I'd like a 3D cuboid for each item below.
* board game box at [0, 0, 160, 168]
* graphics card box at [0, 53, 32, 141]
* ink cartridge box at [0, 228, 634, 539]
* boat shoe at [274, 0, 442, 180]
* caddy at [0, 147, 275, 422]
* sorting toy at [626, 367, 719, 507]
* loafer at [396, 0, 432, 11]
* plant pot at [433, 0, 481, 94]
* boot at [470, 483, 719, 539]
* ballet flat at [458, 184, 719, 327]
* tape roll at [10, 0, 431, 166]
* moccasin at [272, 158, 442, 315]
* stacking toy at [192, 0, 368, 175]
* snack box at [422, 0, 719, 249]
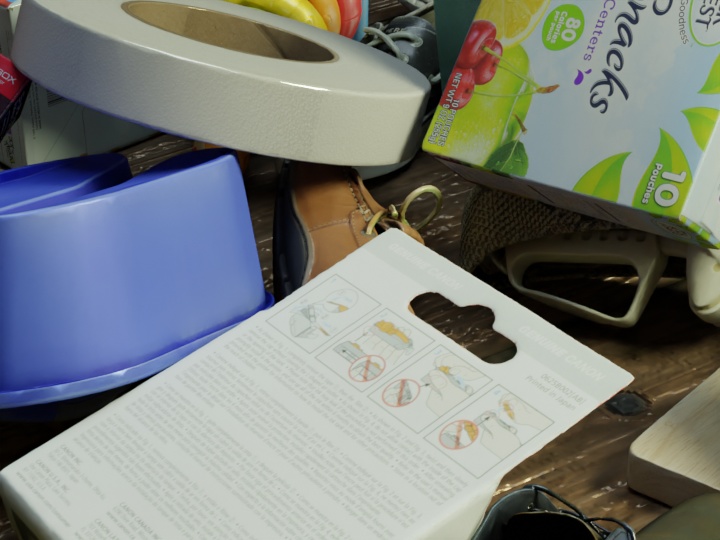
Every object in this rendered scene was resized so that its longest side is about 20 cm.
[{"bbox_3d":[-0.207,-0.144,1.152,0.103,0.105,0.200,-25,37,-35],"label":"board game box"},{"bbox_3d":[-0.252,-0.043,0.912,0.125,0.051,0.200,33,61,-4],"label":"graphics card box"},{"bbox_3d":[-0.016,0.078,0.771,0.200,0.057,0.162,-29,38,-23],"label":"ink cartridge box"},{"bbox_3d":[0.019,-0.110,1.117,0.071,0.064,0.200,17,36,30],"label":"boat shoe"},{"bbox_3d":[-0.126,0.012,0.874,0.141,0.105,0.200,1,13,33],"label":"caddy"},{"bbox_3d":[0.245,0.048,0.822,0.199,0.070,0.200,20,37,34],"label":"sorting toy"},{"bbox_3d":[0.102,-0.161,1.220,0.200,0.063,0.072,13,66,30],"label":"loafer"},{"bbox_3d":[0.147,-0.110,1.041,0.200,0.142,0.141,12,32,32],"label":"plant pot"},{"bbox_3d":[0.092,0.110,0.697,0.075,0.097,0.200,17,36,30],"label":"boot"},{"bbox_3d":[0.137,-0.008,0.930,0.200,0.068,0.075,-1,60,27],"label":"ballet flat"},{"bbox_3d":[-0.067,-0.098,0.962,0.202,0.037,0.203,14,15,-4],"label":"tape roll"},{"bbox_3d":[0.000,-0.001,0.921,0.078,0.074,0.201,-1,29,-7],"label":"moccasin"},{"bbox_3d":[-0.063,-0.115,1.119,0.110,0.116,0.200,7,45,6],"label":"stacking toy"},{"bbox_3d":[0.130,-0.123,0.911,0.142,0.200,0.053,18,-7,35],"label":"snack box"}]
